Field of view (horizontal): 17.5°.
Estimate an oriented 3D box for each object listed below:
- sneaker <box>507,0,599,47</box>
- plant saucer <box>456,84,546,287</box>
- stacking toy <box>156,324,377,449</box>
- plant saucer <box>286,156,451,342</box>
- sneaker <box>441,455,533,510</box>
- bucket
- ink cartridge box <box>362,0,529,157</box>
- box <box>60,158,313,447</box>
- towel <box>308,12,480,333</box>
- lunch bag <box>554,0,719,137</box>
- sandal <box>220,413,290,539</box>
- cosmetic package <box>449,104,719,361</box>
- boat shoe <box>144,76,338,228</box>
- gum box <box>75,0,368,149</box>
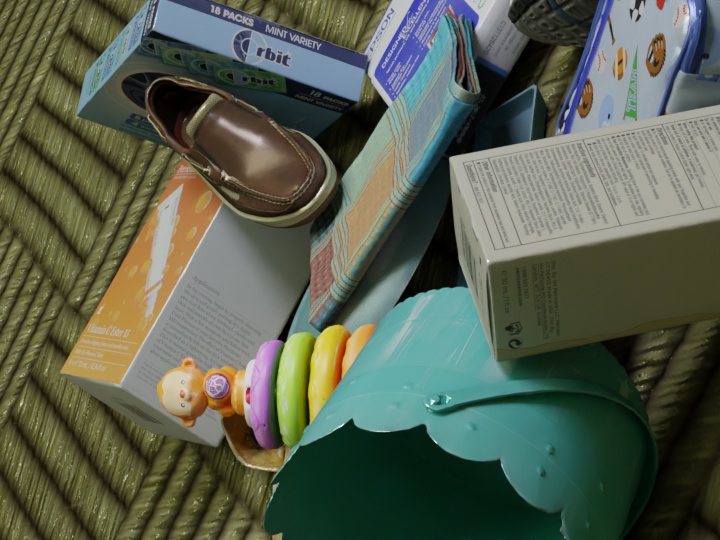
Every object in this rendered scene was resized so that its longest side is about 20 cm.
[{"bbox_3d":[0.176,-0.218,1.519,0.200,0.074,0.087,-35,33,32],"label":"sneaker"},{"bbox_3d":[0.093,-0.025,1.562,0.070,0.019,0.201,-29,46,50],"label":"plant saucer"},{"bbox_3d":[-0.034,0.078,1.487,0.110,0.199,0.116,-27,-62,-78],"label":"stacking toy"},{"bbox_3d":[0.000,0.000,1.636,0.200,0.027,0.200,-55,12,17],"label":"plant saucer"},{"bbox_3d":[0.103,0.064,1.438,0.108,0.067,0.202,-67,-8,-67],"label":"sneaker"},{"bbox_3d":[0.061,0.118,1.302,0.207,0.207,0.135,-34,19,47],"label":"bucket"},{"bbox_3d":[0.080,-0.198,1.684,0.198,0.047,0.200,-61,19,13],"label":"ink cartridge box"},{"bbox_3d":[-0.123,0.022,1.787,0.124,0.097,0.200,3,61,61],"label":"box"},{"bbox_3d":[0.018,-0.069,1.579,0.200,0.022,0.147,-56,15,23],"label":"towel"},{"bbox_3d":[0.174,-0.105,1.369,0.160,0.075,0.200,-108,28,-49],"label":"lunch bag"},{"bbox_3d":[-0.066,0.115,1.682,0.078,0.070,0.212,-47,33,33],"label":"sandal"},{"bbox_3d":[0.155,-0.026,1.256,0.104,0.199,0.073,-104,6,-51],"label":"cosmetic package"},{"bbox_3d":[-0.096,-0.090,1.693,0.202,0.075,0.075,28,81,50],"label":"boat shoe"},{"bbox_3d":[-0.111,-0.143,1.816,0.200,0.169,0.045,-34,41,61],"label":"gum box"}]
